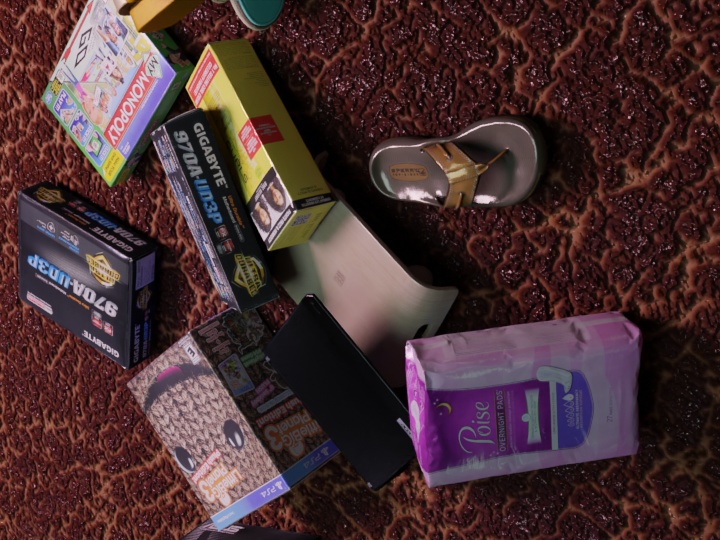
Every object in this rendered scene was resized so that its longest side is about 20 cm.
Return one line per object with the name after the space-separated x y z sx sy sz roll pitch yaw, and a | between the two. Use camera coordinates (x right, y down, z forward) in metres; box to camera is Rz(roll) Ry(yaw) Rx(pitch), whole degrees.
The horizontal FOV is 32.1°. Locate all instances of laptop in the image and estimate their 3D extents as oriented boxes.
-0.001 0.115 1.232 0.103 0.200 0.178 -42 80 12 | laptop

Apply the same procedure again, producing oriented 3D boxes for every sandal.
0.078 -0.090 1.109 0.199 0.054 0.082 3 113 40 | sandal

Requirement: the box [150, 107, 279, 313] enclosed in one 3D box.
-0.151 -0.060 1.276 0.201 0.046 0.159 68 169 -7 | box

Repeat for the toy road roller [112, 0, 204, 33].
-0.203 -0.292 1.106 0.200 0.145 0.124 -21 91 53 | toy road roller

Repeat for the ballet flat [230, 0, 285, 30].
-0.111 -0.325 1.158 0.069 0.069 0.201 10 115 37 | ballet flat

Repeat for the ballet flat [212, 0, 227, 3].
-0.180 -0.346 1.203 0.066 0.057 0.201 -24 94 46 | ballet flat

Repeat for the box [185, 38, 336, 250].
-0.099 -0.124 1.216 0.075 0.050 0.201 -49 62 48 | box

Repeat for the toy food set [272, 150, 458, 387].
0.000 0.000 1.230 0.200 0.060 0.144 48 135 23 | toy food set

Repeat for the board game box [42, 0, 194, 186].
-0.268 -0.203 1.362 0.135 0.029 0.200 51 135 10 | board game box

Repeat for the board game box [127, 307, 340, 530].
-0.142 0.163 1.399 0.159 0.097 0.201 -38 84 45 | board game box

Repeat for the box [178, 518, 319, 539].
-0.173 0.363 1.461 0.199 0.193 0.048 -2 112 42 | box

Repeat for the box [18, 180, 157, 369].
-0.331 0.004 1.508 0.199 0.046 0.160 29 128 27 | box

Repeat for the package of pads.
0.141 0.107 1.069 0.076 0.198 0.121 -111 14 -68 | package of pads
